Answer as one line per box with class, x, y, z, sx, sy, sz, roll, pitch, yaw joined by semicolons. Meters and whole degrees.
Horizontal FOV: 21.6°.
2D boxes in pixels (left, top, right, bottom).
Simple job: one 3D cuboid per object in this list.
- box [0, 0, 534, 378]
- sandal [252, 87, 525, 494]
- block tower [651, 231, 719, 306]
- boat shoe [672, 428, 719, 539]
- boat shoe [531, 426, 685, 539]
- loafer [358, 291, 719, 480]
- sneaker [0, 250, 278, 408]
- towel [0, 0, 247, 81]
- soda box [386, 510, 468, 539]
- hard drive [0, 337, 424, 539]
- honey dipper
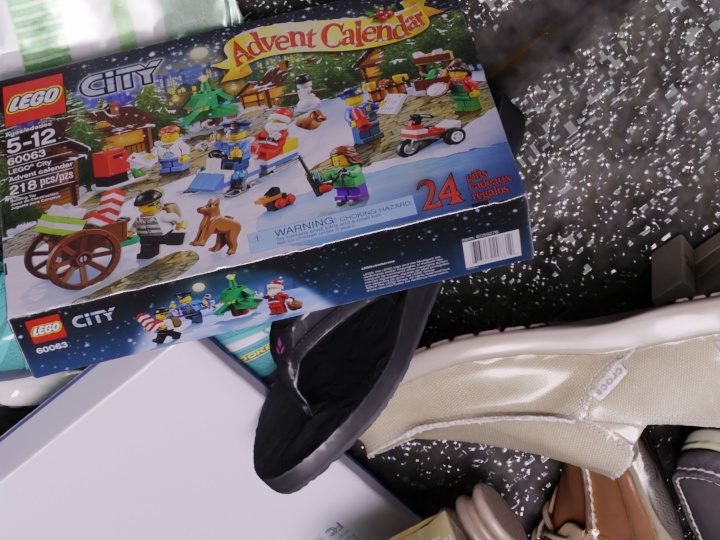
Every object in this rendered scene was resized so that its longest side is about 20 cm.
box;-0.044;-0.041;0.753;0.200;0.137;0.038;-14;138;-1
sandal;0.000;0.000;0.774;0.048;0.075;0.201;40;63;-23
block tower;0.210;0.063;0.842;0.058;0.054;0.200;-37;103;19
boat shoe;0.194;0.159;0.845;0.066;0.072;0.201;-47;117;-25
boat shoe;0.114;0.135;0.861;0.074;0.076;0.200;-18;107;7
loafer;0.088;0.054;0.775;0.200;0.076;0.068;-12;83;9
sneaker;-0.119;0.008;0.800;0.200;0.078;0.080;4;137;-13
towel;-0.161;-0.134;0.788;0.200;0.023;0.153;-16;107;3
soda box;0.053;0.186;0.828;0.064;0.068;0.200;-27;140;6
hard drive;-0.069;0.112;0.829;0.132;0.025;0.200;-38;130;9
honey dipper;-0.014;0.166;0.855;0.200;0.038;0.038;-37;106;13
